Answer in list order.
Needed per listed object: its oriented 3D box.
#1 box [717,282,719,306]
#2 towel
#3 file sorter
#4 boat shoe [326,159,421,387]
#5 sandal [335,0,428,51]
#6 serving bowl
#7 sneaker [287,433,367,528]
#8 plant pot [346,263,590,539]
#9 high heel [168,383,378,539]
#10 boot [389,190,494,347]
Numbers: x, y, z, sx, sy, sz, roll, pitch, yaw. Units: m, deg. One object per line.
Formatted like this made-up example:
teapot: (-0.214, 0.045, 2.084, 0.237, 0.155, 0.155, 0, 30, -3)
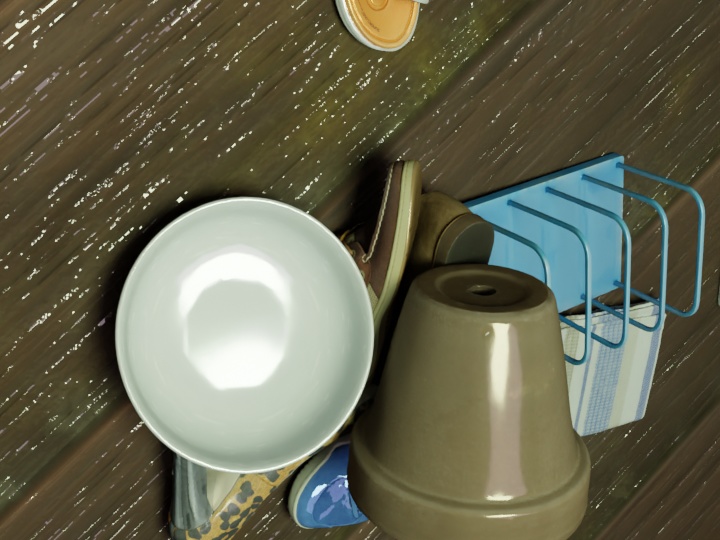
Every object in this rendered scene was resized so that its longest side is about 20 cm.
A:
box: (0.467, -0.065, 1.086, 0.142, 0.036, 0.204, -15, 117, -26)
towel: (0.231, 0.107, 1.018, 0.196, 0.024, 0.150, -8, 115, -26)
file sorter: (0.200, -0.003, 0.890, 0.197, 0.122, 0.142, -19, 117, -26)
boat shoe: (0.000, 0.000, 0.802, 0.071, 0.072, 0.203, 16, 119, 3)
sandal: (0.029, -0.268, 0.724, 0.078, 0.059, 0.211, -5, 111, -29)
serving bowl: (-0.091, 0.048, 0.753, 0.196, 0.066, 0.205, 1, 87, -19)
sneaker: (0.039, 0.195, 0.881, 0.197, 0.111, 0.078, -17, 117, -24)
plant pot: (0.089, 0.094, 0.771, 0.197, 0.200, 0.178, -9, 112, -27)
high heel: (-0.073, 0.168, 0.840, 0.197, 0.071, 0.145, -13, 126, -29)
boot: (0.055, 0.025, 0.859, 0.073, 0.075, 0.203, -9, 128, -38)
